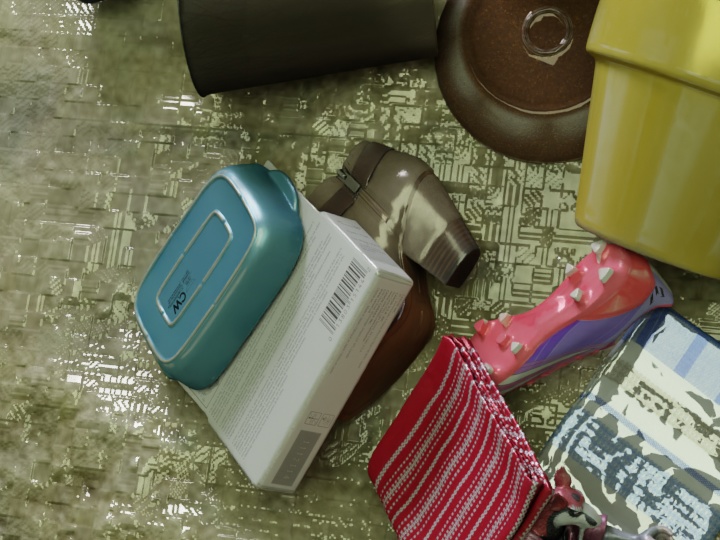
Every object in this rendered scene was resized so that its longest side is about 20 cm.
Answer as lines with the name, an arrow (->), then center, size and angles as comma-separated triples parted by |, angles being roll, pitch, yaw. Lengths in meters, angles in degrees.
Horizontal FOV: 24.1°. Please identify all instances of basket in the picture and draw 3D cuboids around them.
basket -> -0.039, -0.220, 1.373 | 0.197, 0.180, 0.138 | -6, 99, 4

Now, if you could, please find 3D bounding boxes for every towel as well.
towel -> 0.221, 0.139, 1.282 | 0.146, 0.024, 0.201 | 36, 87, 18
towel -> 0.066, 0.153, 1.243 | 0.145, 0.022, 0.201 | -59, 29, 20

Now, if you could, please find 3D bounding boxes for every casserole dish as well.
casserole dish -> -0.121, 0.002, 1.351 | 0.201, 0.039, 0.121 | -54, 46, 22

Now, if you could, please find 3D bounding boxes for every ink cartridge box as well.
ink cartridge box -> -0.063, 0.042, 1.338 | 0.176, 0.044, 0.201 | 46, 112, 44

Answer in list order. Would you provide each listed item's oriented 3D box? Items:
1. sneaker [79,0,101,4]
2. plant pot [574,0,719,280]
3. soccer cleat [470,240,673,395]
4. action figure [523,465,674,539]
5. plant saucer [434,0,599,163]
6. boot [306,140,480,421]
sneaker -> -0.219, -0.309, 1.415 | 0.145, 0.203, 0.078 | -16, 50, 13
plant pot -> 0.250, -0.103, 1.262 | 0.199, 0.200, 0.191 | 21, 99, 17
soccer cleat -> 0.148, 0.053, 1.290 | 0.200, 0.076, 0.067 | -41, 32, 30
action figure -> 0.129, 0.220, 1.223 | 0.148, 0.133, 0.202 | 27, 126, 36
plant saucer -> 0.154, -0.190, 1.377 | 0.198, 0.037, 0.203 | -3, 76, 14
boot -> 0.000, 0.000, 1.360 | 0.146, 0.070, 0.201 | 41, 92, 27
